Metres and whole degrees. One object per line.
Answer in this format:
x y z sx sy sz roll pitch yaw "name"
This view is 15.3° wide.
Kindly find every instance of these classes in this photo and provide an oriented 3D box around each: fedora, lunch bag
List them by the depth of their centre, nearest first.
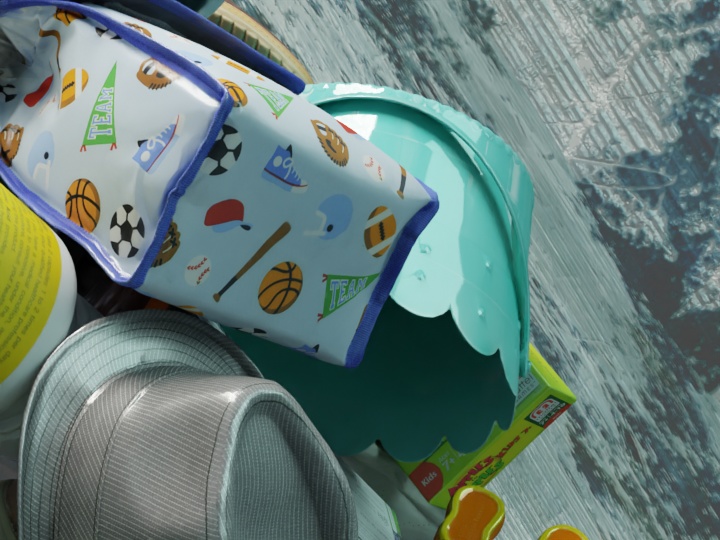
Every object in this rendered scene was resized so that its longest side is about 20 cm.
-0.063 0.115 1.198 0.176 0.090 0.202 0 86 -47 "fedora"
-0.088 -0.059 1.308 0.170 0.124 0.200 26 5 -46 "lunch bag"

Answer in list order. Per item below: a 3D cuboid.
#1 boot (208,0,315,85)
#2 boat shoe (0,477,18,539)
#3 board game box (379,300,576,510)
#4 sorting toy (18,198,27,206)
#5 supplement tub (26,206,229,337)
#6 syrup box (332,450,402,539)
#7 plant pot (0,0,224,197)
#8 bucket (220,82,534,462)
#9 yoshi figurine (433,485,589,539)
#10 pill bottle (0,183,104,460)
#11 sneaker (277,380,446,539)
-0.098 -0.166 1.593 0.199 0.073 0.167 30 28 -1 "boot"
-0.097 0.165 1.270 0.200 0.072 0.076 50 15 -28 "boat shoe"
0.027 0.036 1.605 0.200 0.102 0.048 51 12 26 "board game box"
-0.186 -0.089 1.604 0.185 0.036 0.201 45 18 -41 "sorting toy"
-0.117 0.057 1.375 0.200 0.107 0.107 50 15 -24 "supplement tub"
-0.015 0.198 1.471 0.081 0.078 0.201 47 17 -37 "syrup box"
-0.223 -0.188 1.395 0.196 0.196 0.200 40 10 -50 "plant pot"
0.000 0.000 1.480 0.207 0.206 0.136 44 48 -43 "bucket"
0.076 0.213 1.546 0.113 0.111 0.201 -114 -152 -46 "yoshi figurine"
-0.197 0.003 1.202 0.200 0.111 0.112 44 19 -42 "pill bottle"
-0.015 0.128 1.618 0.200 0.088 0.075 40 12 -32 "sneaker"
